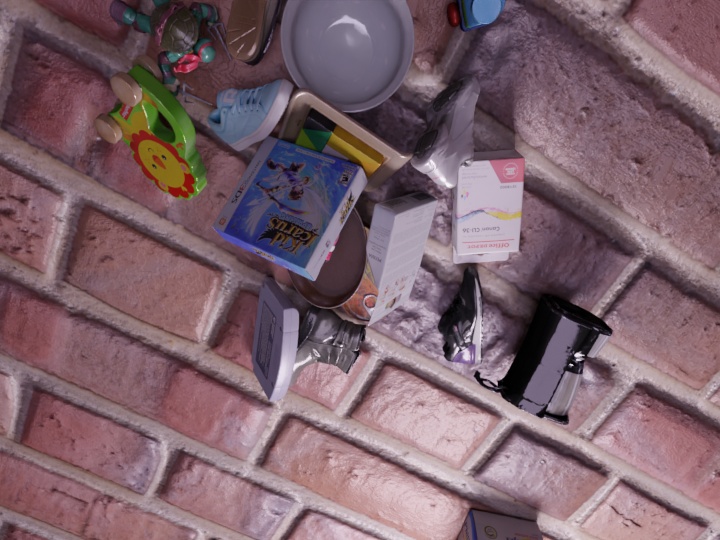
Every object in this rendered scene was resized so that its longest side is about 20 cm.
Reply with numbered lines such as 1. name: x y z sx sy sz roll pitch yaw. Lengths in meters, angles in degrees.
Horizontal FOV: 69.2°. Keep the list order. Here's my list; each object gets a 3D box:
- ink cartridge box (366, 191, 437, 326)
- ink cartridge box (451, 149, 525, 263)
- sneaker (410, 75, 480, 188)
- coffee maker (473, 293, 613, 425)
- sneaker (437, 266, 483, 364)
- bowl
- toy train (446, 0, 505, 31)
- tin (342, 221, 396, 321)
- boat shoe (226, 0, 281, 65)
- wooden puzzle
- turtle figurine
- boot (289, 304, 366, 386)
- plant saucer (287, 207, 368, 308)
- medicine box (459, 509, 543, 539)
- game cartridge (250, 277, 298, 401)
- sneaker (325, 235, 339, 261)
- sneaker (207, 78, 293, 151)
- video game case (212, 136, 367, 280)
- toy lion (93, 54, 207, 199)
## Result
1. ink cartridge box: 0.059 -0.025 0.902 0.046 0.159 0.206 25 117 24
2. ink cartridge box: 0.219 -0.098 0.914 0.112 0.068 0.207 -3 114 2
3. sneaker: 0.148 -0.215 0.826 0.099 0.077 0.204 40 66 -30
4. coffee maker: 0.346 0.159 0.980 0.186 0.135 0.206 13 107 -21
5. sneaker: 0.190 0.093 0.999 0.084 0.076 0.207 -1 114 8
6. bowl: -0.020 -0.341 0.788 0.193 0.091 0.209 -1 101 -3
7. toy train: 0.156 -0.451 0.733 0.082 0.117 0.206 -13 114 6
8. tin: 0.000 0.000 0.978 0.108 0.042 0.205 -16 112 12
9. boat shoe: -0.151 -0.413 0.784 0.069 0.065 0.207 14 95 3
10. wooden puzzle: -0.033 -0.191 0.825 0.195 0.185 0.038 26 76 -12
11. turtle figurine: -0.272 -0.357 0.780 0.198 0.101 0.151 39 79 1
12. boot: -0.074 0.171 1.022 0.128 0.068 0.204 29 110 5
13. plant saucer: -0.058 -0.039 0.914 0.195 0.032 0.209 6 99 39
14. medicine box: 0.323 0.698 1.245 0.176 0.104 0.206 13 113 -5
15. game cartridge: -0.164 0.135 0.991 0.040 0.133 0.206 -6 121 -36
16. sneaker: -0.111 -0.095 0.888 0.197 0.080 0.076 35 104 22
17. sneaker: -0.178 -0.245 0.798 0.081 0.076 0.197 27 152 -32
18. video game case: -0.113 -0.106 0.826 0.195 0.046 0.185 21 75 26
19. toy lion: -0.320 -0.206 0.835 0.192 0.070 0.198 46 144 -17
